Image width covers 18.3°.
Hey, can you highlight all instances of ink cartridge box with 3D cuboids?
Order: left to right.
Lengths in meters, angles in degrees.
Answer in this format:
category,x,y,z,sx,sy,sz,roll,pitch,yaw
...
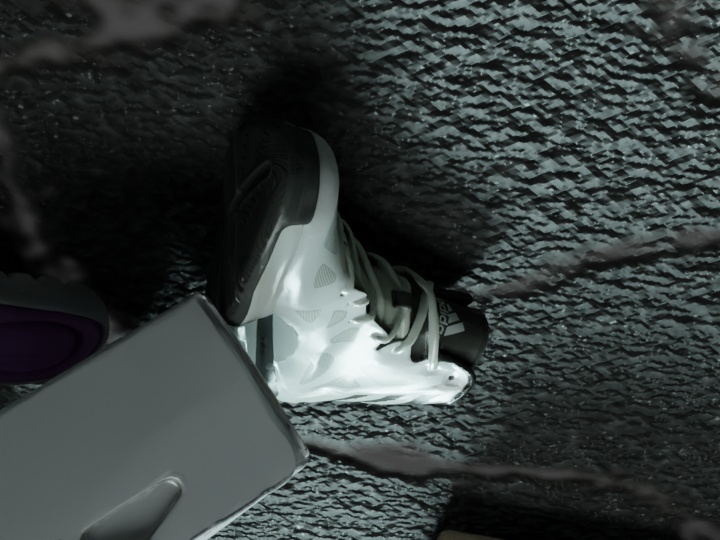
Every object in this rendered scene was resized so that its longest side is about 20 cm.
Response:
category,x,y,z,sx,sy,sz,roll,pitch,yaw
ink cartridge box,-0.118,0.097,0.911,0.085,0.145,0.200,57,160,3

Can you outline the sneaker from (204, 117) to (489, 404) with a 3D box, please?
category,x,y,z,sx,sy,sz,roll,pitch,yaw
sneaker,0.000,0.000,0.895,0.115,0.076,0.201,2,156,-8

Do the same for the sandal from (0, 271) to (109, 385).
category,x,y,z,sx,sy,sz,roll,pitch,yaw
sandal,-0.192,0.037,0.929,0.202,0.050,0.083,-6,145,-32

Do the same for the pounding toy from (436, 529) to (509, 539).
category,x,y,z,sx,sy,sz,roll,pitch,yaw
pounding toy,0.124,0.212,1.101,0.199,0.185,0.142,10,159,-3
